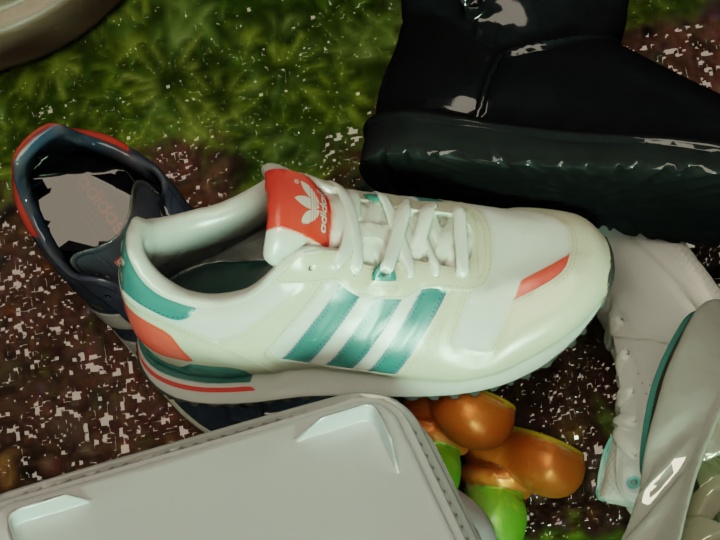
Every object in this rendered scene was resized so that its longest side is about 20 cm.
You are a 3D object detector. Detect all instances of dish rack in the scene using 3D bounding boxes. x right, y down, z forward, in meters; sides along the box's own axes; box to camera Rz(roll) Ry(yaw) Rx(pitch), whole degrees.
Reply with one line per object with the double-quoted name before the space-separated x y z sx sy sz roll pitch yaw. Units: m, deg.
"dish rack" -0.041 0.124 0.774 0.198 0.044 0.172 -16 55 -16

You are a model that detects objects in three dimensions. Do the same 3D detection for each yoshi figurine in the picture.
"yoshi figurine" 0.027 0.150 0.872 0.112 0.112 0.201 25 81 5

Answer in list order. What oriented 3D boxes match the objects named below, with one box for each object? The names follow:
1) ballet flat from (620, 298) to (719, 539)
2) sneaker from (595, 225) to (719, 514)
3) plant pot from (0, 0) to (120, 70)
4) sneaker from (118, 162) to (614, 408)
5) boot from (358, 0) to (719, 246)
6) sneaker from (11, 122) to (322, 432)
"ballet flat" 0.131 0.095 0.800 0.069 0.070 0.201 20 55 10
"sneaker" 0.129 0.059 0.906 0.088 0.075 0.201 -31 76 2
"plant pot" -0.191 -0.211 0.957 0.198 0.175 0.202 -1 73 4
"sneaker" 0.000 0.000 0.841 0.198 0.094 0.071 -7 55 7
"boot" 0.104 -0.105 0.882 0.198 0.077 0.170 7 71 12
"sneaker" -0.079 0.010 0.930 0.199 0.085 0.075 38 81 14
